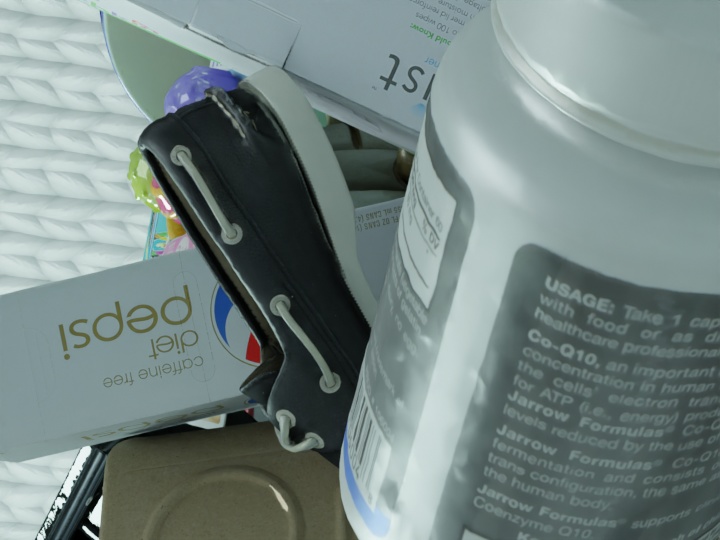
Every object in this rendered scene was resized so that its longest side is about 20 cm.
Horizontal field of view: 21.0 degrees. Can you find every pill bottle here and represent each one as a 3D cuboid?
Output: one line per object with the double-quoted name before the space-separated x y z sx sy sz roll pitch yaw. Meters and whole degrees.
"pill bottle" 0.065 -0.004 0.510 0.114 0.113 0.200 -93 13 -48

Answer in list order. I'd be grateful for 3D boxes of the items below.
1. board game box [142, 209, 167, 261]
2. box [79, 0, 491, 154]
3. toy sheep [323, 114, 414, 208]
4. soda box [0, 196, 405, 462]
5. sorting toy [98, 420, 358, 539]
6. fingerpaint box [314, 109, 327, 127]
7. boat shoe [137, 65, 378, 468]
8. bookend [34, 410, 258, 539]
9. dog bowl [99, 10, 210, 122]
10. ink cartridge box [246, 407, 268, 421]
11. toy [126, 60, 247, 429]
"board game box" -0.052 -0.030 1.187 0.200 0.150 0.047 111 163 -59
"box" -0.016 -0.159 0.748 0.097 0.199 0.177 -155 89 -83
"toy sheep" 0.000 0.000 0.896 0.138 0.137 0.201 128 144 -74
"soda box" -0.061 0.026 0.790 0.068 0.199 0.064 47 -151 -80
"sorting toy" -0.013 0.136 0.742 0.037 0.184 0.200 72 -166 -46
"fingerpaint box" -0.002 -0.169 1.010 0.167 0.073 0.200 106 -171 -48
"boat shoe" -0.017 0.028 0.698 0.201 0.060 0.074 68 165 -9
"bookend" -0.077 0.177 1.091 0.092 0.200 0.199 -45 -7 -37
"dog bowl" -0.060 -0.168 1.186 0.079 0.199 0.201 -110 28 -66
"ink cartridge box" -0.050 0.136 1.275 0.200 0.083 0.147 120 156 -68
"toy" -0.077 -0.034 0.873 0.115 0.047 0.201 4 83 62
